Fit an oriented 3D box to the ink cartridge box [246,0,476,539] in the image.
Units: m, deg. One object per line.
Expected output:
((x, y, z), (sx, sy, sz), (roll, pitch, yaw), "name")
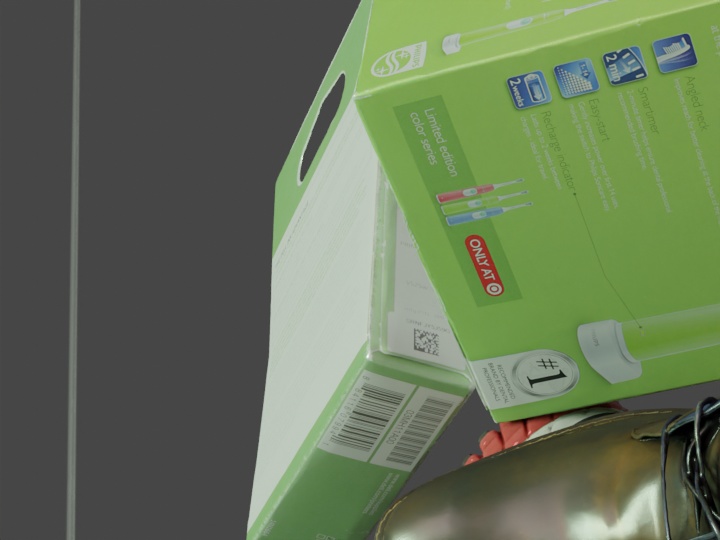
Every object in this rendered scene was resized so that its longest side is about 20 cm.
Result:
((0.000, 0.000, 0.737), (0.146, 0.048, 0.200), (119, 161, -48), "ink cartridge box")

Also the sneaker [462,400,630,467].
((0.039, 0.129, 0.617), (0.200, 0.078, 0.082), (-51, 38, -4), "sneaker")

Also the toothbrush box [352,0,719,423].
((0.117, -0.045, 0.593), (0.200, 0.146, 0.086), (-13, 36, 19), "toothbrush box")

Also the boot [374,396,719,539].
((0.095, 0.059, 0.547), (0.200, 0.097, 0.075), (-9, 62, 8), "boot")
